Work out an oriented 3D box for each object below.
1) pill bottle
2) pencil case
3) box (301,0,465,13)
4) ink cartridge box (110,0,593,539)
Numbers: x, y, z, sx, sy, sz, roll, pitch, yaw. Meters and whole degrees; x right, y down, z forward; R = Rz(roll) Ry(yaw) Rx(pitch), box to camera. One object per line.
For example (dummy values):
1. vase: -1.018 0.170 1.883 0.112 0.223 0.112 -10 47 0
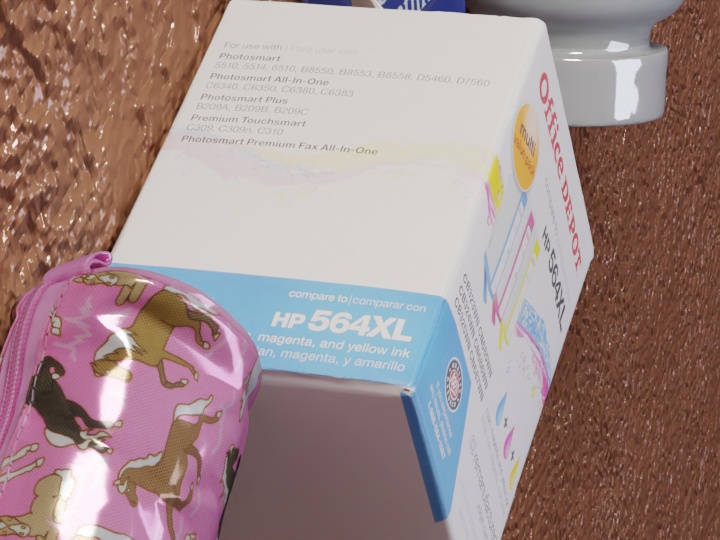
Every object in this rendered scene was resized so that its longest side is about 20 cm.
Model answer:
1. pill bottle: 0.096 -0.170 1.250 0.110 0.109 0.201 -29 122 -67
2. pencil case: -0.090 0.097 0.837 0.087 0.082 0.201 83 21 -61
3. box: 0.009 -0.130 1.133 0.121 0.032 0.201 -53 142 -56
4. ink cartridge box: 0.000 0.000 1.000 0.129 0.125 0.201 74 29 -46
